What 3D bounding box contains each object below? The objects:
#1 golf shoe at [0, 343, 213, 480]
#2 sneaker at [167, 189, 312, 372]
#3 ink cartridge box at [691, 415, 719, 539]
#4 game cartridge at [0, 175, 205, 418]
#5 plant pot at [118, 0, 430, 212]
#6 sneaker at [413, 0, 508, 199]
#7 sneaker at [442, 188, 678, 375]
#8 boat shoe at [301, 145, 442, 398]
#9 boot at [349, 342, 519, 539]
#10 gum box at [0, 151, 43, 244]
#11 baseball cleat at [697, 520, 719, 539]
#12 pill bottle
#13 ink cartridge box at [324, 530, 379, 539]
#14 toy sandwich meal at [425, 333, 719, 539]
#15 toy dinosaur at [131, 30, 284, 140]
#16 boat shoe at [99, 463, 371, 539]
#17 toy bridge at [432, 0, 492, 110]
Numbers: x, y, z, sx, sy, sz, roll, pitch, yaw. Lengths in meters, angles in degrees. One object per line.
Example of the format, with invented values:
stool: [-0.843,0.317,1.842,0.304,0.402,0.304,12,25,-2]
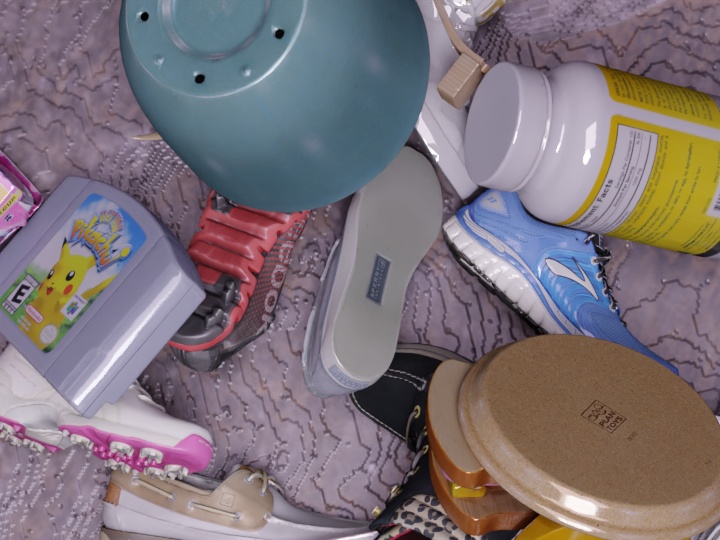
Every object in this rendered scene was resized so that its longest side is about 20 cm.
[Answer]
golf shoe: [-0.183,0.087,1.359,0.198,0.075,0.092,11,68,27]
sneaker: [-0.083,-0.010,1.396,0.070,0.098,0.201,21,60,16]
ink cartridge box: [0.211,0.197,1.353,0.146,0.086,0.202,15,83,3]
game cartridge: [-0.189,0.009,1.348,0.133,0.200,0.041,-47,128,-8]
plant pot: [-0.070,-0.154,1.293,0.198,0.161,0.203,-3,79,17]
sneaker: [0.068,-0.162,1.410,0.115,0.074,0.201,-27,81,1]
sneaker: [0.154,0.010,1.383,0.200,0.079,0.089,43,88,6]
boat shoe: [0.001,0.001,1.383,0.070,0.071,0.202,32,54,-21]
boot: [0.041,0.130,1.309,0.202,0.074,0.153,21,42,33]
gum box: [-0.333,-0.077,1.399,0.114,0.066,0.200,-45,82,4]
baseball cleat: [0.266,0.143,1.264,0.069,0.107,0.202,21,80,8]
pill bottle: [0.177,-0.080,1.345,0.198,0.112,0.114,12,82,-21]
ink cartridge box: [-0.034,0.269,1.346,0.198,0.045,0.178,-10,99,-1]
toy sandwich meal: [0.138,0.118,1.232,0.203,0.206,0.071,19,125,3]
toy dinosaur: [-0.075,-0.150,1.430,0.100,0.058,0.201,27,76,19]
boat shoe: [-0.084,0.171,1.368,0.198,0.075,0.069,4,88,3]
toy bridge: [0.016,-0.192,1.377,0.199,0.027,0.067,36,85,20]
